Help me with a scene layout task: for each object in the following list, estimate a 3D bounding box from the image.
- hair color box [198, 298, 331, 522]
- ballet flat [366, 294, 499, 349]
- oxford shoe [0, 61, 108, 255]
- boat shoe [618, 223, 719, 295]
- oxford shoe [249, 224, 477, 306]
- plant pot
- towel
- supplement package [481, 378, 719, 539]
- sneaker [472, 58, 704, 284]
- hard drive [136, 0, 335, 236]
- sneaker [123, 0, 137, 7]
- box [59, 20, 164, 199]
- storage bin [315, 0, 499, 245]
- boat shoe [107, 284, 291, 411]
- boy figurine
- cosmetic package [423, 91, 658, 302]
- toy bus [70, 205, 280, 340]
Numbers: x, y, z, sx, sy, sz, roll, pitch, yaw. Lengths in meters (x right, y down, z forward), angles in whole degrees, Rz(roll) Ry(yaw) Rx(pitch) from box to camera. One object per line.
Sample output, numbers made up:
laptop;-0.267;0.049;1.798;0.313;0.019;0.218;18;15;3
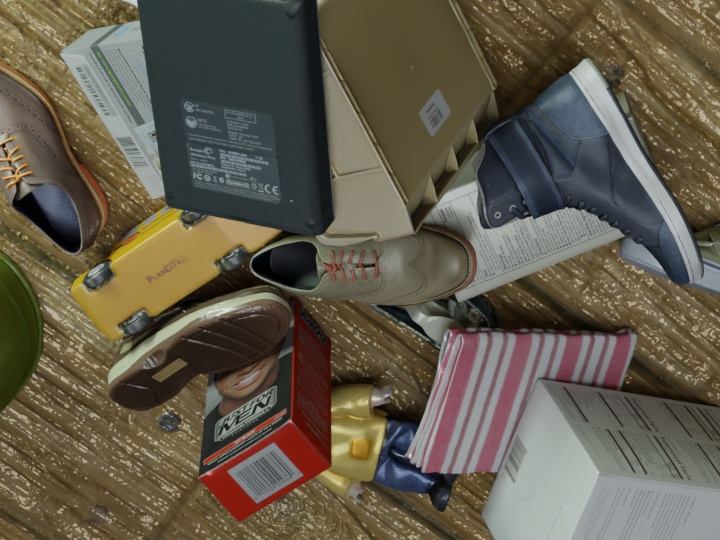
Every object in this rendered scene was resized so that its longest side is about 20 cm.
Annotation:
hair color box;-0.080;0.118;1.618;0.101;0.200;0.061;-33;114;15
ballet flat;0.038;0.016;1.643;0.200;0.074;0.074;28;112;-10
oxford shoe;-0.287;-0.100;1.598;0.071;0.073;0.200;-33;109;16
boat shoe;0.324;-0.009;1.630;0.200;0.072;0.062;16;90;-9
oxford shoe;0.000;0.000;1.572;0.200;0.075;0.071;-3;95;30
plant pot;-0.393;0.089;1.623;0.200;0.193;0.201;1;115;2
towel;0.146;0.113;1.669;0.200;0.030;0.147;1;120;-28
supplement package;0.241;0.209;1.649;0.200;0.151;0.152;10;116;-22
sneaker;0.177;-0.048;1.516;0.146;0.077;0.203;-33;98;3
hard drive;-0.093;-0.127;1.398;0.139;0.033;0.200;12;128;22
sneaker;-0.126;-0.192;1.561;0.099;0.078;0.200;-21;118;35
box;-0.143;-0.133;1.526;0.200;0.041;0.156;0;128;51
storage bin;0.006;-0.152;1.484;0.094;0.200;0.199;-13;116;35
boat shoe;-0.145;0.050;1.647;0.202;0.075;0.075;-25;134;28
boy figurine;-0.007;0.154;1.710;0.200;0.064;0.125;17;117;-9
cosmetic package;0.155;-0.063;1.599;0.200;0.073;0.104;-21;111;11
toy bus;-0.154;-0.022;1.626;0.200;0.078;0.065;-33;110;15
